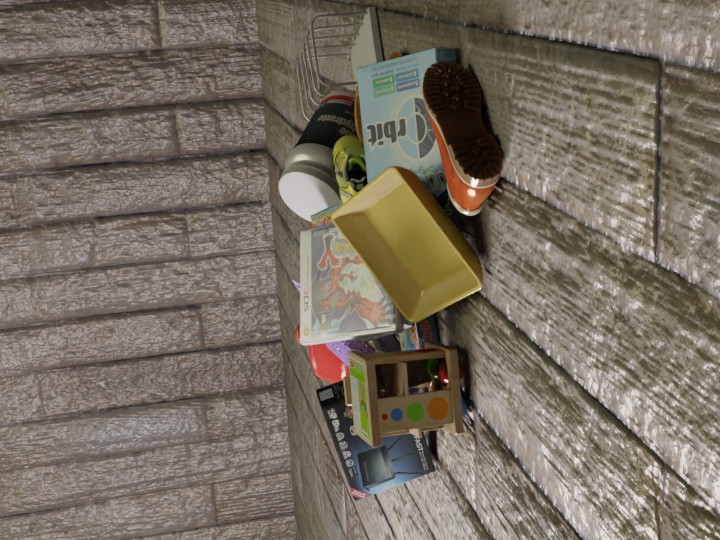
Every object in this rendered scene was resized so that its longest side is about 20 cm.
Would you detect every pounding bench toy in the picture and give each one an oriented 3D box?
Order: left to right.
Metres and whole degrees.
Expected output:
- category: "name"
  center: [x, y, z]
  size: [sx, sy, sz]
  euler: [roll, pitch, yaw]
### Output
- category: "pounding bench toy"
  center: [0.065, 0.177, 1.627]
  size: [0.200, 0.153, 0.126]
  euler: [-173, 78, -77]

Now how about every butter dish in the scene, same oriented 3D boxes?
- category: "butter dish"
  center: [-0.058, 0.130, 2.159]
  size: [0.200, 0.145, 0.202]
  euler: [-63, -25, -62]

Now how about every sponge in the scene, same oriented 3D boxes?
- category: "sponge"
  center: [0.018, 0.169, 1.883]
  size: [0.199, 0.030, 0.112]
  euler: [39, 162, 16]

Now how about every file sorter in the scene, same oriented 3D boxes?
- category: "file sorter"
  center: [-0.038, -0.364, 1.943]
  size: [0.200, 0.123, 0.141]
  euler: [132, 130, -75]

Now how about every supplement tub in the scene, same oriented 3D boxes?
- category: "supplement tub"
  center: [-0.043, -0.193, 1.825]
  size: [0.141, 0.139, 0.201]
  euler: [101, -166, -57]

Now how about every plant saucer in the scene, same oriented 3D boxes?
- category: "plant saucer"
  center: [0.071, -0.041, 1.491]
  size: [0.201, 0.048, 0.200]
  euler: [52, 147, -3]

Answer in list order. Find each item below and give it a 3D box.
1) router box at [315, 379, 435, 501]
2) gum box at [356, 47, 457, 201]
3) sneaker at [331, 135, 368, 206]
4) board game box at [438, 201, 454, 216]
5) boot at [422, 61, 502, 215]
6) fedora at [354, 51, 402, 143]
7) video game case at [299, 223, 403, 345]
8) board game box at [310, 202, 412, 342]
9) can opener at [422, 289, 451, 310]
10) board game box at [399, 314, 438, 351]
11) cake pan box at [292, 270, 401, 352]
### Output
- category: "router box"
  center: [0.026, 0.265, 1.778]
  size: [0.062, 0.148, 0.202]
  euler: [-117, 8, -64]
- category: "gum box"
  center: [0.071, -0.194, 1.499]
  size: [0.169, 0.044, 0.203]
  euler: [-2, 94, 51]
- category: "sneaker"
  center: [-0.002, -0.154, 1.640]
  size: [0.201, 0.074, 0.077]
  euler: [-103, 13, -50]
- category: "board game box"
  center: [0.085, -0.068, 1.585]
  size: [0.106, 0.023, 0.201]
  euler: [-107, 33, -45]
- category: "boot"
  center: [0.122, -0.169, 1.376]
  size: [0.108, 0.074, 0.202]
  euler: [94, 165, -61]
- category: "fedora"
  center: [0.037, -0.249, 1.720]
  size: [0.200, 0.080, 0.204]
  euler: [174, 90, -79]
- category: "video game case"
  center: [-0.017, 0.013, 1.647]
  size: [0.198, 0.023, 0.185]
  euler: [-11, 75, 39]
- category: "board game box"
  center: [0.000, 0.000, 1.721]
  size: [0.102, 0.104, 0.203]
  euler: [-20, 69, 33]
- category: "can opener"
  center: [0.089, -0.007, 1.650]
  size: [0.202, 0.053, 0.067]
  euler: [-107, 33, -43]
- category: "board game box"
  center: [0.090, 0.080, 1.761]
  size: [0.135, 0.034, 0.203]
  euler: [125, 138, -74]
- category: "cake pan box"
  center: [-0.019, 0.085, 1.912]
  size: [0.199, 0.052, 0.185]
  euler: [25, 152, 51]
